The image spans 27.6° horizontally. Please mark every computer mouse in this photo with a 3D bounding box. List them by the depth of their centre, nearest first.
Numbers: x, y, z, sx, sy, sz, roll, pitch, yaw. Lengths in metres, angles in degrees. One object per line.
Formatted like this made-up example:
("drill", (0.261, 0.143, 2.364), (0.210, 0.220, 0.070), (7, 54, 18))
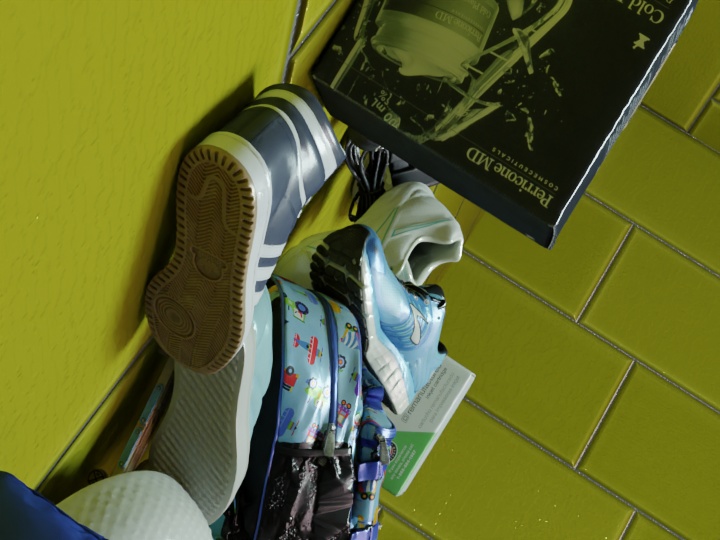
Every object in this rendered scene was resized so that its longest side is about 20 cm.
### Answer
("computer mouse", (0.072, -0.112, 1.314), (0.200, 0.053, 0.139), (-40, 143, -27))

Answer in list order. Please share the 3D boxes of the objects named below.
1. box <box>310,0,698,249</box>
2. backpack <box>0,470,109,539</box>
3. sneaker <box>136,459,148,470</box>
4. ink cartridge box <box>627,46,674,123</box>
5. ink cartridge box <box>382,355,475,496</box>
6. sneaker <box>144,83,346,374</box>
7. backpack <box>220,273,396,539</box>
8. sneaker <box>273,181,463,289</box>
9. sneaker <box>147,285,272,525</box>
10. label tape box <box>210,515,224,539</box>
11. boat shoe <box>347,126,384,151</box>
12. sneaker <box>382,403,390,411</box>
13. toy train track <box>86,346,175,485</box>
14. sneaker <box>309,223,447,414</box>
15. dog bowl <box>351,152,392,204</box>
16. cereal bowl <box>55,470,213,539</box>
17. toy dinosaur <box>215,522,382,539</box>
("box", (0.102, -0.155, 1.031), (0.198, 0.199, 0.124), (-58, 172, -2))
("backpack", (-0.159, 0.217, 0.758), (0.163, 0.199, 0.168), (-53, 172, -35))
("sneaker", (-0.185, 0.233, 1.202), (0.078, 0.077, 0.201), (-47, 166, -50))
("ink cartridge box", (0.174, -0.213, 1.315), (0.076, 0.199, 0.165), (-59, 173, 3))
("ink cartridge box", (-0.005, 0.113, 1.480), (0.147, 0.199, 0.084), (-58, 171, -1))
("sneaker", (-0.069, -0.026, 0.898), (0.109, 0.070, 0.201), (-50, 167, -41))
("backpack", (-0.050, 0.104, 1.146), (0.182, 0.133, 0.202), (-147, -116, -70))
("sneaker", (0.000, 0.000, 1.248), (0.199, 0.080, 0.071), (-34, 140, -14))
("sneaker", (-0.095, 0.093, 1.042), (0.082, 0.073, 0.202), (-43, 156, -54))
("label tape box", (-0.105, 0.218, 1.414), (0.200, 0.142, 0.064), (3, 82, -83))
("boat shoe", (0.042, -0.151, 1.223), (0.066, 0.070, 0.200), (-38, -169, 33))
("sneaker", (-0.032, 0.106, 1.324), (0.199, 0.090, 0.076), (-11, 131, -61))
("toy train track", (-0.174, 0.131, 1.031), (0.202, 0.032, 0.115), (-64, 167, -5))
("sneaker", (0.023, 0.026, 1.200), (0.090, 0.078, 0.201), (-38, 141, -15))
("dog bowl", (0.060, -0.132, 1.458), (0.201, 0.058, 0.200), (-57, 173, -11))
("cereal bowl", (-0.173, 0.238, 0.983), (0.199, 0.083, 0.201), (-36, 150, -25))
("toy dinosaur", (-0.065, 0.225, 1.174), (0.088, 0.198, 0.048), (178, -98, -73))
